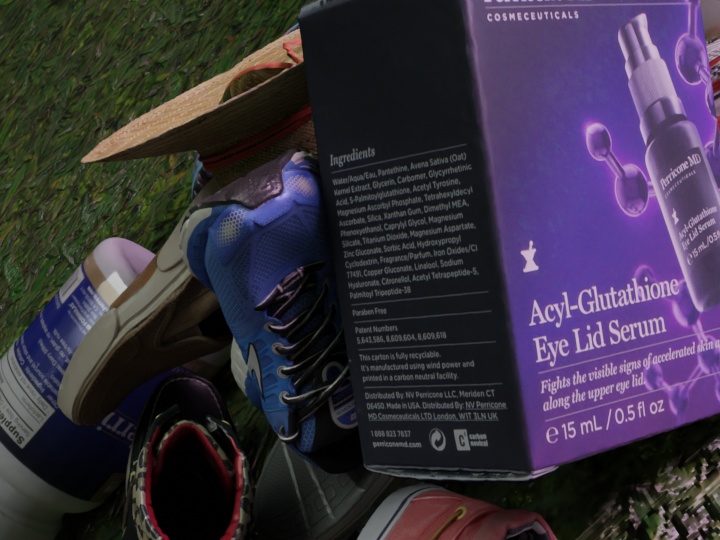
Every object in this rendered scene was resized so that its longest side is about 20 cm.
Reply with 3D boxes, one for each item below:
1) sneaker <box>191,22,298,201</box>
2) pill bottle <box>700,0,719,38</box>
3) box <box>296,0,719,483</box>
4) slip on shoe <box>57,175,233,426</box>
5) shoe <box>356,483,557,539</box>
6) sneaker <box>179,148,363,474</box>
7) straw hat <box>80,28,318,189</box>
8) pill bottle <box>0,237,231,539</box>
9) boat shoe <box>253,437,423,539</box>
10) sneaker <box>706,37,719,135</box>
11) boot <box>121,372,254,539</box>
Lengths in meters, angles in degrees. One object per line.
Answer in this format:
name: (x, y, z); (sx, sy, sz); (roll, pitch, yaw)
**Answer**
sneaker: (-0.059, -0.126, 1.074); (0.200, 0.079, 0.096); (-47, 28, 10)
pill bottle: (0.180, -0.219, 0.765); (0.113, 0.113, 0.201); (-12, 37, 49)
box: (0.071, -0.026, 0.627); (0.104, 0.147, 0.202); (-6, 94, 51)
slip on shoe: (-0.098, 0.025, 0.831); (0.200, 0.061, 0.076); (-50, -5, 20)
shoe: (0.013, 0.186, 0.647); (0.091, 0.071, 0.201); (-3, 53, 57)
sneaker: (-0.021, 0.026, 0.673); (0.078, 0.201, 0.089); (-31, 56, -11)
straw hat: (-0.030, -0.065, 0.733); (0.200, 0.086, 0.201); (-26, 14, 7)
pill bottle: (-0.187, 0.087, 0.988); (0.200, 0.116, 0.116); (-48, 30, 8)
boat shoe: (0.022, 0.081, 0.767); (0.202, 0.065, 0.075); (-49, 43, 17)
sneaker: (0.190, -0.090, 0.688); (0.200, 0.078, 0.082); (-36, 32, 26)
boot: (-0.089, 0.110, 0.799); (0.154, 0.073, 0.205); (104, 168, -49)
